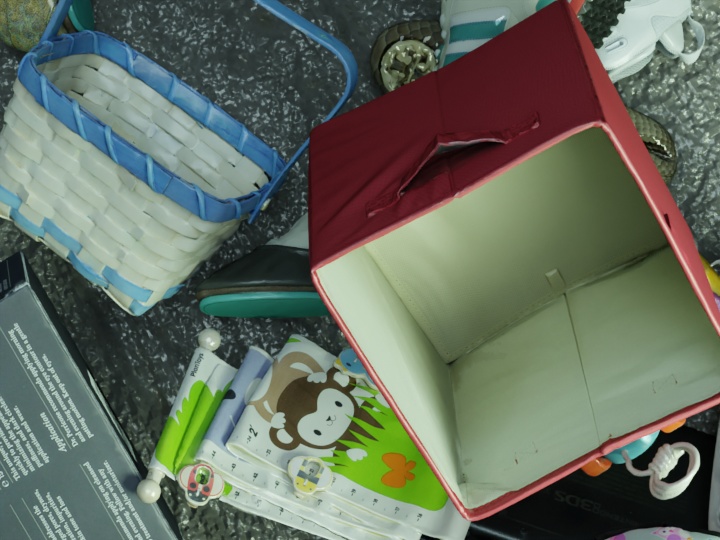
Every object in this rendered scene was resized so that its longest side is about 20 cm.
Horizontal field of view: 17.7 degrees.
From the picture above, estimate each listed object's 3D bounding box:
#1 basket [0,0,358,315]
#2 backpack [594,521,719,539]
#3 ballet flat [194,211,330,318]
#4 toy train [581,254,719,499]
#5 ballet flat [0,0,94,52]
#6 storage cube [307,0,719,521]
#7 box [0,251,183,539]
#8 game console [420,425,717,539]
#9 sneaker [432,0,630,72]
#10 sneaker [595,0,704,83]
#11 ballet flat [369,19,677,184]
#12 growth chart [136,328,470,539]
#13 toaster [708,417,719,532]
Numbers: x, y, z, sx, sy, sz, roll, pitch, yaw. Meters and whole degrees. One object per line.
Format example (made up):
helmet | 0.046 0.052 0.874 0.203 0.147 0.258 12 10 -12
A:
basket | -0.119 -0.094 1.348 0.176 0.139 0.200 38 116 4
backpack | 0.178 0.238 1.269 0.165 0.127 0.201 -3 125 7
ballet flat | 0.000 0.000 1.390 0.198 0.068 0.069 6 75 -9
toy train | 0.188 0.031 1.328 0.056 0.150 0.201 41 73 -22
ballet flat | -0.208 -0.231 1.413 0.070 0.071 0.202 -7 85 0
storage cube | 0.084 -0.012 1.243 0.170 0.180 0.201 -27 114 11
box | -0.223 0.124 1.326 0.181 0.104 0.201 -29 104 -5
game console | 0.123 0.176 1.391 0.199 0.117 0.177 18 55 2
sneaker | 0.072 -0.125 1.350 0.093 0.070 0.200 43 110 20
sneaker | 0.113 -0.168 1.394 0.198 0.075 0.116 -7 82 -3
ballet flat | 0.098 -0.095 1.394 0.199 0.046 0.068 24 115 1
growth chart | -0.018 0.098 1.331 0.198 0.018 0.145 15 51 -2
toaster | 0.280 0.110 1.330 0.128 0.113 0.202 12 86 -26
